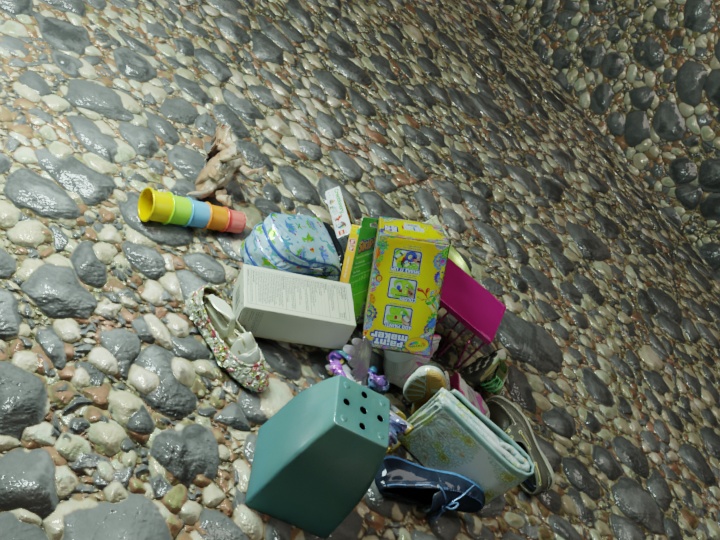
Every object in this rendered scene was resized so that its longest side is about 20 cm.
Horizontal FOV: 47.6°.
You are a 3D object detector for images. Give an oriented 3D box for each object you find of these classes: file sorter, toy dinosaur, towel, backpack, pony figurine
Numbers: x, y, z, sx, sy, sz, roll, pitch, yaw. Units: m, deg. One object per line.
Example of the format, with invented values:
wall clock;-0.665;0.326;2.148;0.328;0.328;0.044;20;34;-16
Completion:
file sorter;0.169;0.081;1.654;0.200;0.126;0.139;40;34;-1
toy dinosaur;-0.273;-0.184;1.543;0.201;0.135;0.086;-54;134;-31
towel;0.170;0.299;1.365;0.200;0.171;0.048;44;48;4
backpack;-0.124;-0.030;1.490;0.198;0.154;0.164;-3;59;-32
pony figurine;-0.005;0.209;1.339;0.200;0.167;0.193;46;1;13

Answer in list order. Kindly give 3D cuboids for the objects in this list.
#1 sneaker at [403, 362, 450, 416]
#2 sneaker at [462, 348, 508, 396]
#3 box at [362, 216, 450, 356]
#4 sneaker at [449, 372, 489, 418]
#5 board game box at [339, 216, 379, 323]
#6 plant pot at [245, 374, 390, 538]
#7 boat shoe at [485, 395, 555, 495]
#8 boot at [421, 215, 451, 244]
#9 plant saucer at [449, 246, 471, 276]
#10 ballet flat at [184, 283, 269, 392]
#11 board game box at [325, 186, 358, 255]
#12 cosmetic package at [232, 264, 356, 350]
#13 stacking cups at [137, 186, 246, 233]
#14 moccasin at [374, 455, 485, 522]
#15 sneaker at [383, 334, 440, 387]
sneaker;0.119;0.196;1.423;0.075;0.201;0.088;12;60;10
sneaker;0.266;0.214;1.633;0.089;0.076;0.200;65;23;6
box;0.076;0.022;1.430;0.121;0.195;0.200;8;12;-1
sneaker;0.200;0.278;1.499;0.088;0.081;0.201;31;32;-16
board game box;0.000;0.000;1.519;0.030;0.202;0.095;19;9;31
plant pot;-0.048;0.253;1.171;0.140;0.200;0.142;29;35;-18
boat shoe;0.293;0.330;1.547;0.060;0.072;0.203;-4;58;-53
boot;0.098;-0.053;1.634;0.072;0.154;0.200;55;2;-19
plant saucer;0.167;-0.011;1.843;0.199;0.031;0.201;26;36;-21
ballet flat;-0.209;0.104;1.302;0.200;0.064;0.075;49;40;10
board game box;-0.012;-0.054;1.607;0.201;0.034;0.127;62;9;-50
cosmetic package;-0.115;0.064;1.400;0.198;0.073;0.104;13;42;-19
stacking cups;-0.294;-0.105;1.455;0.199;0.061;0.061;6;47;-42
moccasin;0.110;0.368;1.327;0.198;0.081;0.069;17;36;-11
sneaker;0.088;0.160;1.519;0.081;0.089;0.200;14;12;24
